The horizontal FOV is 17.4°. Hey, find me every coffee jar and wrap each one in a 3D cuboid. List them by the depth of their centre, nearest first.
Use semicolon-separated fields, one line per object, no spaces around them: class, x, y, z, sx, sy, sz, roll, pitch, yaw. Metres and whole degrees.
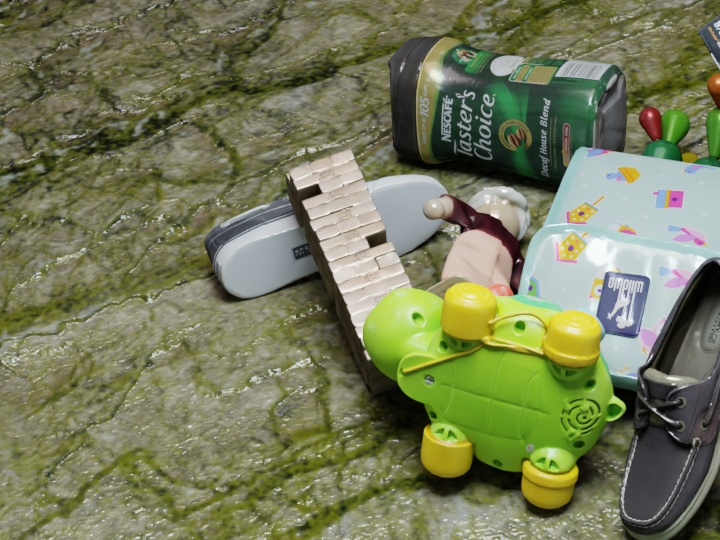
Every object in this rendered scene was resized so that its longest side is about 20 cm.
coffee jar;0.119;-0.133;1.964;0.199;0.105;0.085;12;35;24

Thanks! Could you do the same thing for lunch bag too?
lunch bag;0.211;0.012;1.730;0.169;0.123;0.200;11;43;21

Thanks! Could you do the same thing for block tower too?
block tower;0.000;0.000;1.773;0.057;0.054;0.201;-20;58;-10

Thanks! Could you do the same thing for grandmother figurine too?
grandmother figurine;0.093;-0.012;1.815;0.060;0.122;0.200;-32;14;24

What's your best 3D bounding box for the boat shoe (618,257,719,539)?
boat shoe;0.216;0.084;1.595;0.072;0.065;0.201;15;76;43

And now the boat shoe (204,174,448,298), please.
boat shoe;-0.028;-0.039;1.885;0.199;0.072;0.068;-21;38;-10

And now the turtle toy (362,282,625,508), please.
turtle toy;0.092;0.068;1.641;0.199;0.147;0.101;16;26;15

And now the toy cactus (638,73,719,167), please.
toy cactus;0.258;-0.070;1.879;0.164;0.103;0.201;-22;47;-6

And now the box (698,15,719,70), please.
box;0.340;-0.087;1.781;0.046;0.200;0.159;-32;38;11
